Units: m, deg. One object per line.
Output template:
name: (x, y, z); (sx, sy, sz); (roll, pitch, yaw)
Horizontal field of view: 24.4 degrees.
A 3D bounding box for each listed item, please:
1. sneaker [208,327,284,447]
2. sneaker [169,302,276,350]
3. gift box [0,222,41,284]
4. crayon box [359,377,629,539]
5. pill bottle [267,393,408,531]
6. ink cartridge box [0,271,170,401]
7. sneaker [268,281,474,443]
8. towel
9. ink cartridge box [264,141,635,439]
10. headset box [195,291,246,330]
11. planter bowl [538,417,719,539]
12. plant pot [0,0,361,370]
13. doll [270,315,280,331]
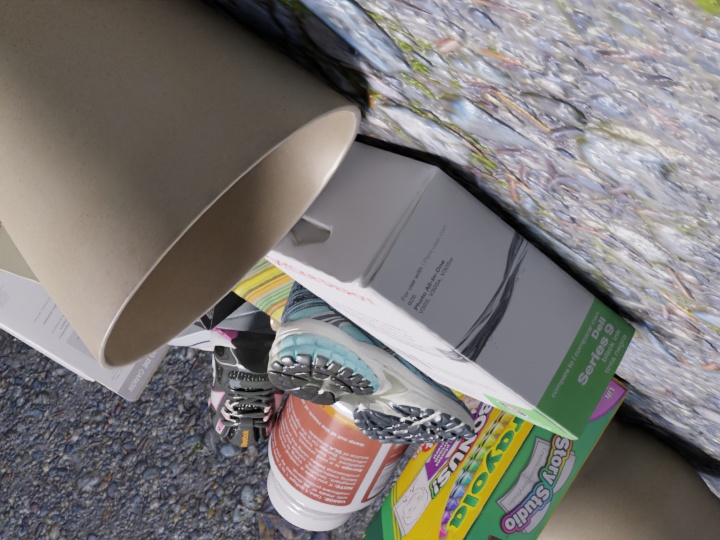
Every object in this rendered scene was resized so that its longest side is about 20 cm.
sneaker: (-0.089, 0.102, 1.382); (0.080, 0.087, 0.200); (5, 167, -2)
sneaker: (-0.093, 0.032, 1.445); (0.200, 0.073, 0.071); (-4, 172, 35)
gift box: (-0.224, -0.099, 1.050); (0.200, 0.185, 0.187); (23, 178, 28)
crayon box: (0.098, 0.152, 1.275); (0.058, 0.200, 0.173); (35, 171, -15)
pill bottle: (-0.015, 0.134, 1.413); (0.112, 0.112, 0.200); (30, 137, 5)
ink cartridge box: (-0.239, -0.006, 1.549); (0.175, 0.200, 0.084); (35, 172, -22)
sneaker: (0.020, 0.059, 1.139); (0.077, 0.087, 0.200); (-9, 151, 33)
towel: (-0.011, 0.043, 1.209); (0.200, 0.018, 0.086); (34, 149, -20)
ink cartridge box: (0.046, 0.008, 0.999); (0.200, 0.084, 0.146); (36, 171, -37)
headset box: (-0.174, -0.042, 1.388); (0.149, 0.075, 0.200); (58, 162, -21)
planter bowl: (0.181, 0.194, 1.357); (0.135, 0.200, 0.200); (57, 167, -10)
plant pot: (-0.135, -0.084, 0.870); (0.200, 0.187, 0.187); (44, 174, 8)
doll: (0.038, 0.051, 1.264); (0.199, 0.049, 0.136); (13, 170, 22)
